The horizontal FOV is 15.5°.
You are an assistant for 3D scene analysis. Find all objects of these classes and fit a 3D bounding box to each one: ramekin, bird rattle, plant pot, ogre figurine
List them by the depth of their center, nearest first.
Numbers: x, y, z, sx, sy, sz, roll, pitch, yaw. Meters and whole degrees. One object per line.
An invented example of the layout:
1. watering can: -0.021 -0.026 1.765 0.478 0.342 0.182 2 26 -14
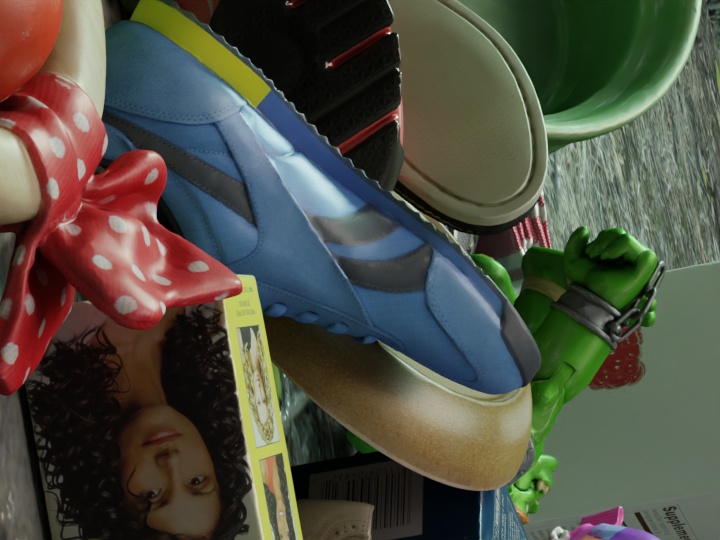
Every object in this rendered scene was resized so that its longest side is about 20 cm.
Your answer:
1. bird rattle: -0.112 -0.067 0.782 0.163 0.112 0.201 26 67 -59
2. plant pot: 0.000 0.000 1.036 0.200 0.027 0.200 38 22 -18
3. ogre figurine: 0.053 0.050 1.180 0.098 0.199 0.120 46 63 -32
4. ramekin: 0.049 -0.138 1.219 0.098 0.199 0.201 -35 -123 57

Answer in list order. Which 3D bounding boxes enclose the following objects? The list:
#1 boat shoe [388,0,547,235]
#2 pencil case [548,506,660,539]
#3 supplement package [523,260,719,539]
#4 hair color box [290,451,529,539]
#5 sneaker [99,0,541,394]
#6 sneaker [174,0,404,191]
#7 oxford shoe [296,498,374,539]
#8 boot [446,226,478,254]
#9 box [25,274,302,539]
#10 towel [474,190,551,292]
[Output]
1. boat shoe: 0.011 -0.072 1.065 0.199 0.074 0.066 47 -25 34
2. pencil case: 0.042 0.146 0.955 0.200 0.088 0.089 -12 91 -49
3. supplement package: 0.122 0.081 1.329 0.120 0.199 0.122 52 30 -63
4. hair color box: 0.031 0.161 1.106 0.061 0.099 0.200 -86 159 -45
5. sneaker: -0.026 -0.007 0.927 0.200 0.079 0.066 40 -12 -18
6. sneaker: -0.036 -0.104 1.021 0.201 0.073 0.087 63 -3 14
7. oxford shoe: -0.001 0.172 1.021 0.071 0.074 0.201 -83 159 -53
8. boot: 0.011 -0.084 1.268 0.090 0.072 0.201 -42 117 -72
9. box: -0.055 0.106 0.854 0.050 0.075 0.201 -4 83 -77
10. towel: 0.042 -0.084 1.360 0.146 0.030 0.201 166 -86 -68
